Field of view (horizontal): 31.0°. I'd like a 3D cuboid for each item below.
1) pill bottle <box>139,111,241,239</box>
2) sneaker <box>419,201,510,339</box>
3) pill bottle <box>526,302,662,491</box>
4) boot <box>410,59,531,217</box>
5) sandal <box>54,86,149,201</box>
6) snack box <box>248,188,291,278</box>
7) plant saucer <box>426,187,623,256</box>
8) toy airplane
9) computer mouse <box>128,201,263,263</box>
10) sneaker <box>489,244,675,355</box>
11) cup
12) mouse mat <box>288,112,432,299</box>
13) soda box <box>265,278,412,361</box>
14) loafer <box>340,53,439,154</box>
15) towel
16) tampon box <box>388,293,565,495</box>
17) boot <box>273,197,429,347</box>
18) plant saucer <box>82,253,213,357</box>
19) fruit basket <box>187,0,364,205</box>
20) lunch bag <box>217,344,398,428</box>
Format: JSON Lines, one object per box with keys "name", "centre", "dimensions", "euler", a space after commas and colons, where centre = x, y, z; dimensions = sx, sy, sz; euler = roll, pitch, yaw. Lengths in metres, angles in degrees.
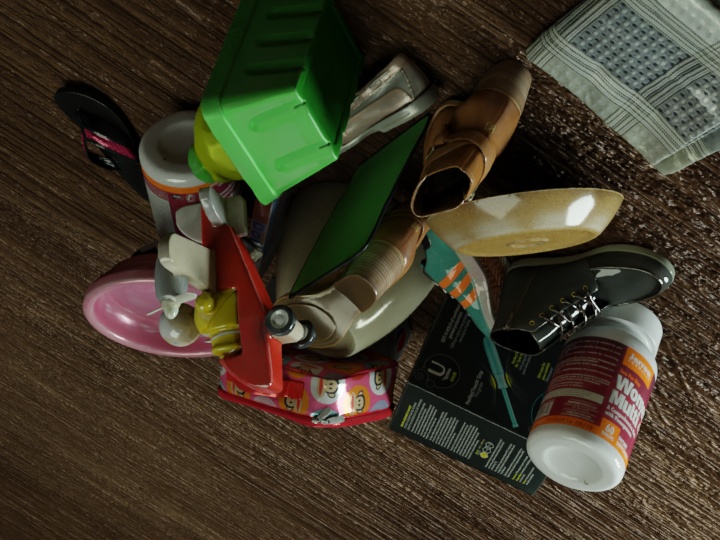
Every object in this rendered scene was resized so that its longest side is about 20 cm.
{"name": "pill bottle", "centre": [-0.194, -0.083, 1.538], "dimensions": [0.109, 0.110, 0.201], "euler": [18, 145, 15]}
{"name": "sneaker", "centre": [0.118, 0.000, 1.481], "dimensions": [0.079, 0.071, 0.201], "euler": [0, 129, 37]}
{"name": "pill bottle", "centre": [0.263, 0.133, 1.429], "dimensions": [0.109, 0.201, 0.110], "euler": [19, 146, 14]}
{"name": "boot", "centre": [0.092, -0.102, 1.278], "dimensions": [0.076, 0.156, 0.200], "euler": [36, 146, -10]}
{"name": "sandal", "centre": [-0.305, -0.147, 1.604], "dimensions": [0.075, 0.045, 0.200], "euler": [-6, 133, 41]}
{"name": "snack box", "centre": [-0.111, -0.057, 1.562], "dimensions": [0.024, 0.072, 0.200], "euler": [25, 146, 5]}
{"name": "plant saucer", "centre": [0.167, -0.044, 1.305], "dimensions": [0.199, 0.036, 0.200], "euler": [-6, 171, -1]}
{"name": "toy airplane", "centre": [-0.149, 0.019, 1.321], "dimensions": [0.141, 0.199, 0.201], "euler": [-31, 114, 8]}
{"name": "computer mouse", "centre": [-0.205, -0.020, 1.480], "dimensions": [0.199, 0.044, 0.109], "euler": [-20, 144, 38]}
{"name": "sneaker", "centre": [0.239, 0.039, 1.402], "dimensions": [0.199, 0.107, 0.075], "euler": [-9, 132, 36]}
{"name": "cup", "centre": [-0.022, 0.017, 1.533], "dimensions": [0.199, 0.144, 0.201], "euler": [19, 146, 13]}
{"name": "mouse mat", "centre": [-0.001, -0.067, 1.352], "dimensions": [0.008, 0.201, 0.161], "euler": [38, 146, -15]}
{"name": "soda box", "centre": [-0.038, 0.069, 1.682], "dimensions": [0.199, 0.068, 0.064], "euler": [10, 141, 25]}
{"name": "loafer", "centre": [-0.006, -0.168, 1.352], "dimensions": [0.199, 0.072, 0.063], "euler": [-21, 111, 41]}
{"name": "towel", "centre": [0.271, -0.176, 1.163], "dimensions": [0.200, 0.035, 0.192], "euler": [37, 145, -14]}
{"name": "tampon box", "centre": [0.158, 0.148, 1.571], "dimensions": [0.199, 0.150, 0.127], "euler": [25, 146, 5]}
{"name": "boot", "centre": [0.000, 0.000, 1.408], "dimensions": [0.074, 0.155, 0.200], "euler": [50, 140, -13]}
{"name": "plant saucer", "centre": [-0.215, 0.037, 1.488], "dimensions": [0.199, 0.051, 0.201], "euler": [4, 152, 2]}
{"name": "fruit basket", "centre": [-0.108, -0.165, 1.297], "dimensions": [0.214, 0.216, 0.156], "euler": [0, 138, 35]}
{"name": "lunch bag", "centre": [-0.071, 0.131, 1.560], "dimensions": [0.199, 0.176, 0.083], "euler": [12, 100, 38]}
